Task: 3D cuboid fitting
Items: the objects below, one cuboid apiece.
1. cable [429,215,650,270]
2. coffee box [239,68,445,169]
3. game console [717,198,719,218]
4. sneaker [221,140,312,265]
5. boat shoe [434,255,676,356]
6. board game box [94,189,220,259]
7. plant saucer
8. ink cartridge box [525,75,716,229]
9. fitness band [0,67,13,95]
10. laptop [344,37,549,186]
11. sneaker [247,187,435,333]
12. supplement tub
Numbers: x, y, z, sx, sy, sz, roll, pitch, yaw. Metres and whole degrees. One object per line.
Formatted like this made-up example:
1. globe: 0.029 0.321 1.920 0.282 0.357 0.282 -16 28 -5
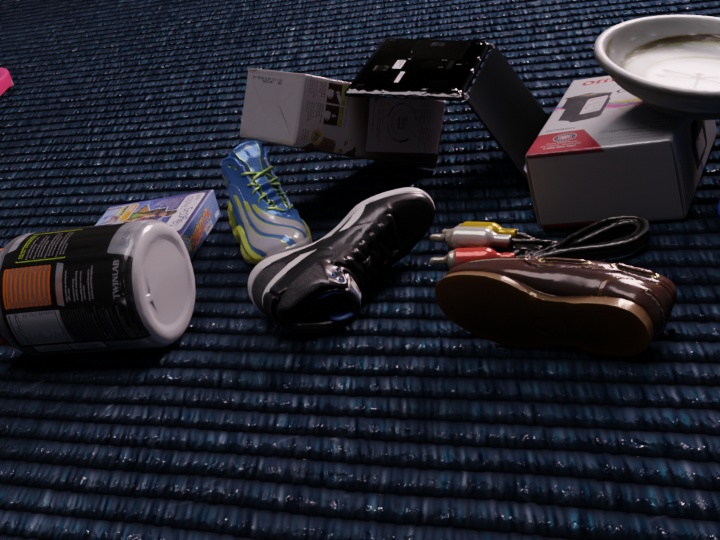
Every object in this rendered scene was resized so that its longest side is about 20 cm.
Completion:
1. cable: 0.158 -0.022 1.281 0.199 0.051 0.097 -9 25 19
2. coffee box: -0.018 -0.167 1.571 0.199 0.080 0.113 5 6 -37
3. game console: 0.448 -0.085 1.274 0.199 0.118 0.172 3 61 39
4. sneaker: -0.111 -0.075 1.503 0.075 0.106 0.200 -23 24 -13
5. boat shoe: 0.159 0.023 1.161 0.199 0.071 0.070 11 41 32
6. board game box: -0.246 -0.025 1.568 0.134 0.035 0.200 -8 25 17
7. plant saucer: 0.319 -0.185 1.340 0.198 0.051 0.201 0 29 0
8. ink cartridge box: 0.260 -0.124 1.400 0.145 0.083 0.200 -5 26 25
9. fitness band: -0.697 -0.312 2.492 0.199 0.038 0.144 2 30 38
10. laptop: 0.102 -0.175 1.539 0.198 0.104 0.177 4 27 14
11. sneaker: 0.000 0.000 1.324 0.199 0.073 0.112 -30 29 -9
12. supplement tub: -0.272 0.019 1.380 0.199 0.123 0.123 -4 26 24
